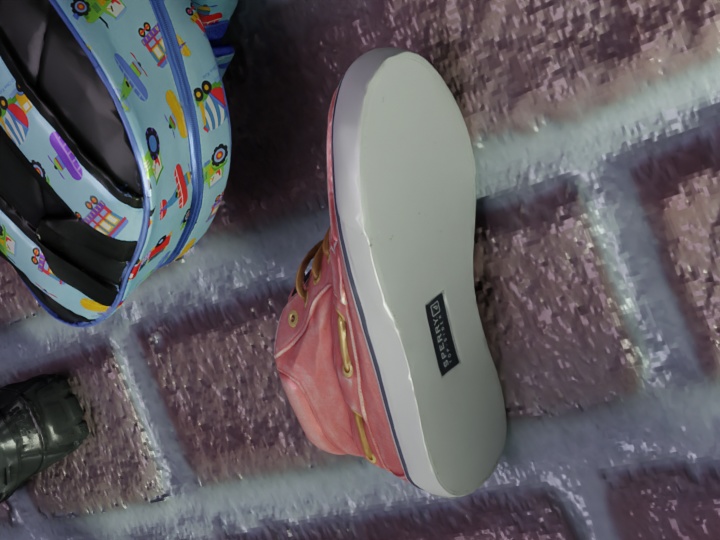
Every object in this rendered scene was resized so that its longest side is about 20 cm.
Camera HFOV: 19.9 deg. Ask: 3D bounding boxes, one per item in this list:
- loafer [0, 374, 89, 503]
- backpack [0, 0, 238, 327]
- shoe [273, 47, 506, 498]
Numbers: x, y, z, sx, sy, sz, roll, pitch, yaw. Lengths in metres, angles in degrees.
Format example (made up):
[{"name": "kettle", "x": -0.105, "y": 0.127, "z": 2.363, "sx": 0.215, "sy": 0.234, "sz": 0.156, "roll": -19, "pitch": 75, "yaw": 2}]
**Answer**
[{"name": "loafer", "x": -0.234, "y": 0.110, "z": 1.247, "sx": 0.200, "sy": 0.070, "sz": 0.068, "roll": -29, "pitch": 85, "yaw": 55}, {"name": "backpack", "x": -0.127, "y": -0.086, "z": 0.943, "sx": 0.200, "sy": 0.134, "sz": 0.183, "roll": 53, "pitch": 142, "yaw": 20}, {"name": "shoe", "x": 0.000, "y": 0.000, "z": 0.879, "sx": 0.091, "sy": 0.071, "sz": 0.201, "roll": 12, "pitch": 122, "yaw": 43}]
